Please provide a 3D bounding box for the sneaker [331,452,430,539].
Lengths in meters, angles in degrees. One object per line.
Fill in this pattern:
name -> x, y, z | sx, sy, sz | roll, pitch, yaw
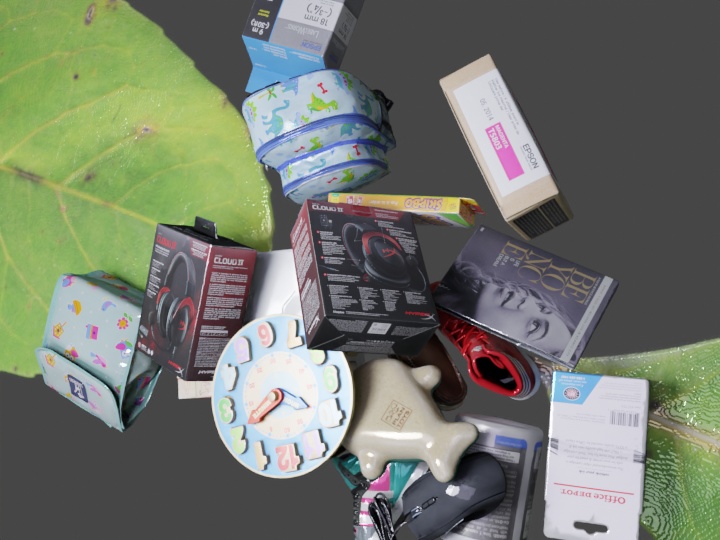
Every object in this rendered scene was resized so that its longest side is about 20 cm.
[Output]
sneaker -> 0.004, 0.297, 1.130 | 0.121, 0.084, 0.200 | 33, 91, 18

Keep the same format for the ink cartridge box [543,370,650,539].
ink cartridge box -> 0.290, 0.229, 1.046 | 0.116, 0.068, 0.201 | 4, 84, 20

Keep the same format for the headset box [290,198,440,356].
headset box -> 0.000, 0.000, 1.053 | 0.075, 0.148, 0.200 | 119, 148, -46

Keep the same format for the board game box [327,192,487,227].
board game box -> 0.065, -0.081, 1.152 | 0.199, 0.096, 0.030 | 1, 82, 20

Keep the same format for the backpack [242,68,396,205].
backpack -> -0.052, -0.179, 1.151 | 0.183, 0.200, 0.147 | -19, 77, 16

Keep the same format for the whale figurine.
whale figurine -> 0.059, 0.192, 1.044 | 0.200, 0.104, 0.159 | 21, 72, 41

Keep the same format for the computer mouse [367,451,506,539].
computer mouse -> 0.091, 0.306, 1.006 | 0.200, 0.046, 0.141 | -31, 62, 28

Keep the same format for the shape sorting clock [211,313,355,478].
shape sorting clock -> -0.099, 0.152, 1.042 | 0.199, 0.039, 0.201 | -1, 87, 23

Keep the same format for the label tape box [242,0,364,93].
label tape box -> -0.092, -0.352, 1.261 | 0.144, 0.063, 0.200 | 20, 89, 21

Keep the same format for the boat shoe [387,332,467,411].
boat shoe -> 0.069, 0.095, 1.127 | 0.075, 0.075, 0.202 | -33, 70, -26

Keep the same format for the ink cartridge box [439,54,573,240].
ink cartridge box -> 0.189, -0.151, 1.080 | 0.075, 0.165, 0.200 | -26, 76, 15

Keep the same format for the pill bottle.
pill bottle -> 0.157, 0.287, 1.062 | 0.113, 0.114, 0.201 | 9, 86, 20

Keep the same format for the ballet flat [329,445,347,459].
ballet flat -> -0.007, 0.216, 1.155 | 0.200, 0.067, 0.046 | -31, 48, 8

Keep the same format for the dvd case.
dvd case -> 0.208, 0.028, 1.086 | 0.200, 0.016, 0.149 | 25, 56, 20

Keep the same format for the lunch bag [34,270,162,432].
lunch bag -> -0.385, 0.121, 1.275 | 0.170, 0.122, 0.200 | 25, 100, 18

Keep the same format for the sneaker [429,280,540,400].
sneaker -> 0.147, 0.082, 1.091 | 0.200, 0.115, 0.078 | 42, 98, 19

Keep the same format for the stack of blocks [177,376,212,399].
stack of blocks -> -0.206, 0.084, 1.247 | 0.115, 0.059, 0.201 | -7, 81, 19

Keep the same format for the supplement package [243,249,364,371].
supplement package -> -0.084, 0.077, 1.176 | 0.155, 0.111, 0.201 | -5, 82, 19

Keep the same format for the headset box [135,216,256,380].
headset box -> -0.221, 0.030, 1.140 | 0.148, 0.075, 0.201 | 21, 101, 47
